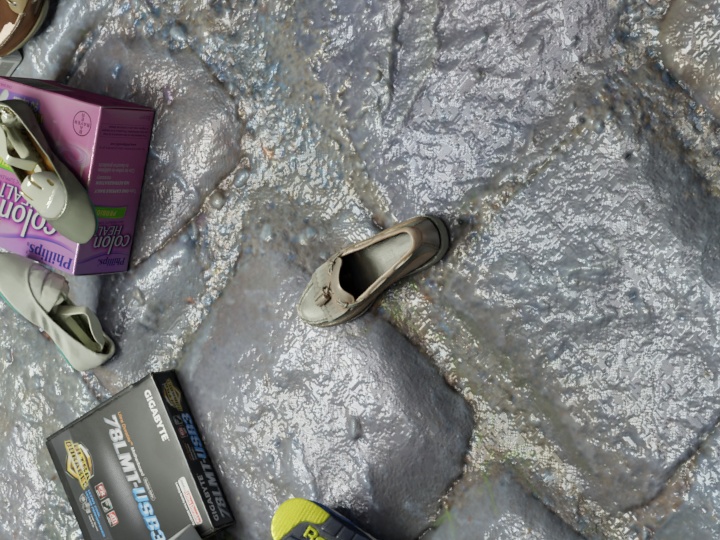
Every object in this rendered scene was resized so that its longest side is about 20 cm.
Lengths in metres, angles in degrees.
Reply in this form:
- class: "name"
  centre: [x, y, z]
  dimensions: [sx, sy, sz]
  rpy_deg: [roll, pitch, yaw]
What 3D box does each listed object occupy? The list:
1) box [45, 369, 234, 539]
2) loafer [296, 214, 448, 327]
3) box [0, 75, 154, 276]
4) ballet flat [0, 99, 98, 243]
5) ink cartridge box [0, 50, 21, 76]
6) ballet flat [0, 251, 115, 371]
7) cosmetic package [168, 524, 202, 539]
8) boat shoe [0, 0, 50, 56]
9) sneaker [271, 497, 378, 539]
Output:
- class: "box"
  centre: [-0.265, 0.249, 1.658]
  dimensions: [0.198, 0.049, 0.202]
  rpy_deg: [-31, 77, 31]
- class: "loafer"
  centre: [0.000, 0.000, 1.461]
  dimensions: [0.199, 0.063, 0.072]
  rpy_deg: [-32, 77, 30]
- class: "box"
  centre: [-0.356, -0.115, 1.664]
  dimensions: [0.175, 0.096, 0.202]
  rpy_deg: [18, 103, 30]
- class: "ballet flat"
  centre: [-0.371, -0.110, 1.579]
  dimensions: [0.067, 0.063, 0.201]
  rpy_deg: [-43, 71, 27]
- class: "ink cartridge box"
  centre: [-0.545, -0.270, 1.807]
  dimensions: [0.200, 0.045, 0.177]
  rpy_deg: [-45, 71, 26]
- class: "ballet flat"
  centre: [-0.356, 0.043, 1.643]
  dimensions: [0.069, 0.201, 0.070]
  rpy_deg: [-20, 40, 18]
- class: "cosmetic package"
  centre: [-0.213, 0.425, 1.520]
  dimensions: [0.123, 0.199, 0.201]
  rpy_deg: [-37, 88, 29]
- class: "boat shoe"
  centre: [-0.410, -0.351, 1.682]
  dimensions: [0.075, 0.072, 0.201]
  rpy_deg: [36, 103, 17]
- class: "sneaker"
  centre: [-0.004, 0.310, 1.485]
  dimensions: [0.199, 0.082, 0.074]
  rpy_deg: [39, 85, 6]
